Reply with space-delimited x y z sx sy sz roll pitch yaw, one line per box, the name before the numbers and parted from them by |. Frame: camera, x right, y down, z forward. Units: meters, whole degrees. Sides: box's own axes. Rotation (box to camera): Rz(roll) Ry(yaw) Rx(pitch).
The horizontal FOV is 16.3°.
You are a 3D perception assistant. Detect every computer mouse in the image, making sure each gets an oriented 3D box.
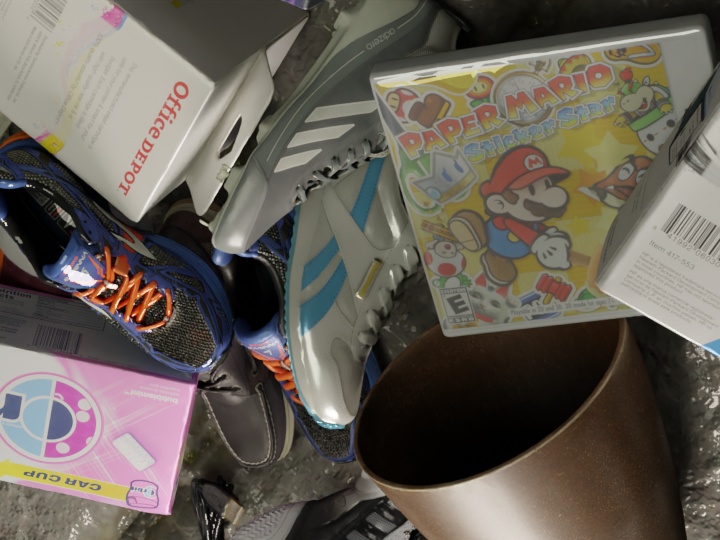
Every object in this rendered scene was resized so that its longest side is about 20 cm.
computer mouse | -0.065 0.225 1.750 0.200 0.046 0.141 -134 34 -56

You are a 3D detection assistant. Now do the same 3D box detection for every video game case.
video game case | 0.122 -0.051 1.460 0.199 0.023 0.183 -7 119 19

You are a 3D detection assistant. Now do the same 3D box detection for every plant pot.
plant pot | 0.124 0.141 1.564 0.186 0.187 0.200 -12 123 35

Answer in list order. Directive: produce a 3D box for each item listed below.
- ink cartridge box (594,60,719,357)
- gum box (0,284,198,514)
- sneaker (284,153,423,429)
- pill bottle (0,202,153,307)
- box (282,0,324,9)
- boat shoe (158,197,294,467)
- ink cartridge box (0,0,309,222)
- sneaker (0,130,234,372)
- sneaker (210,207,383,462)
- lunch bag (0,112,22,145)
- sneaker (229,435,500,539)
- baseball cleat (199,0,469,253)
ink cartridge box | 0.242 -0.046 1.368 0.146 0.086 0.200 29 122 -4
gum box | -0.209 0.080 1.655 0.199 0.066 0.114 12 124 -3
sneaker | 0.000 0.000 1.568 0.080 0.076 0.201 5 90 11
pill bottle | -0.200 0.003 1.709 0.109 0.110 0.201 26 127 16
box | -0.080 -0.267 1.491 0.199 0.104 0.149 22 125 20
boat shoe | -0.100 0.052 1.705 0.072 0.065 0.201 0 116 29
ink cartridge box | -0.142 -0.141 1.583 0.200 0.125 0.129 39 129 5
sneaker | -0.166 -0.002 1.581 0.200 0.078 0.075 39 111 2
sneaker | -0.050 0.041 1.649 0.075 0.078 0.201 -14 108 35
lunch bag | -0.300 -0.113 1.699 0.164 0.118 0.200 39 128 11
sneaker | 0.015 0.191 1.657 0.199 0.075 0.114 -25 70 12
baseball cleat | -0.006 -0.080 1.514 0.106 0.070 0.201 33 87 4
